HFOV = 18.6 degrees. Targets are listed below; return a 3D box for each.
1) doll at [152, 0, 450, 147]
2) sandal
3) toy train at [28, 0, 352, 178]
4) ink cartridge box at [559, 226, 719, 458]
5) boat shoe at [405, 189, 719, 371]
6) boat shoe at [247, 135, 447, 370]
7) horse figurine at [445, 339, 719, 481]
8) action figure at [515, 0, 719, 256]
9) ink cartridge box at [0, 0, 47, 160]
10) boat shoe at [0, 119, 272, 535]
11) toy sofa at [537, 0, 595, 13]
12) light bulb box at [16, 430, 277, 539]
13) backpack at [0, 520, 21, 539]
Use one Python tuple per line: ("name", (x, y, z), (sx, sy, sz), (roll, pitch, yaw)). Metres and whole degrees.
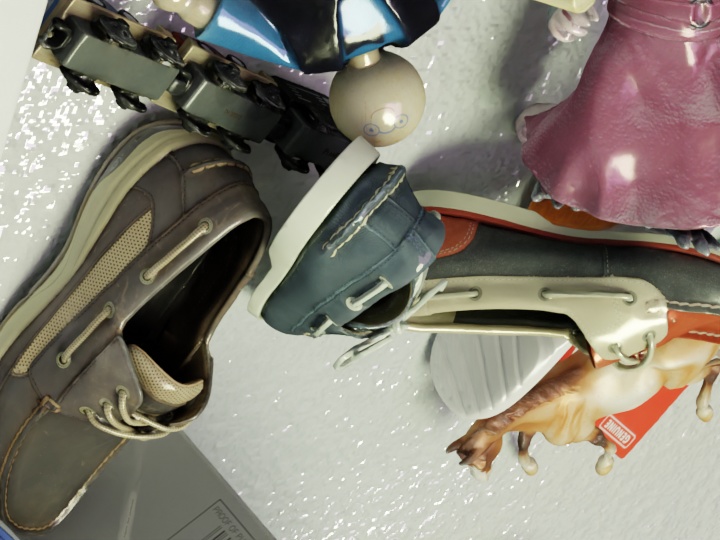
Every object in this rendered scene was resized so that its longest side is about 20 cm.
("doll", (-0.017, -0.131, 0.843), (0.136, 0.049, 0.200), (-24, 128, -5))
("sandal", (0.116, -0.008, 1.102), (0.207, 0.079, 0.059), (-47, 152, 19))
("toy train", (-0.062, -0.075, 0.884), (0.034, 0.046, 0.200), (-50, 147, 16))
("ink cartridge box", (0.178, 0.021, 1.212), (0.174, 0.044, 0.200), (-50, 144, 1))
("boat shoe", (0.108, 0.015, 1.017), (0.071, 0.199, 0.063), (88, 16, -68))
("boat shoe", (0.000, 0.000, 0.937), (0.075, 0.062, 0.200), (-47, 175, -18))
("horse figurine", (0.143, 0.060, 1.163), (0.199, 0.050, 0.133), (-27, 151, 4))
("action figure", (0.143, -0.116, 0.969), (0.133, 0.149, 0.201), (6, 110, -2))
("ink cartridge box", (-0.154, -0.110, 0.765), (0.099, 0.039, 0.201), (-5, 128, -42))
("boat shoe", (-0.102, 0.035, 0.919), (0.074, 0.073, 0.200), (6, 119, -47))
("toy sofa", (0.054, -0.195, 0.776), (0.097, 0.083, 0.201), (-29, 128, -37))
("light bulb box", (-0.064, 0.206, 1.011), (0.125, 0.198, 0.200), (-36, 143, -12))
("backpack", (-0.202, 0.153, 0.849), (0.147, 0.182, 0.200), (-58, 145, -25))
